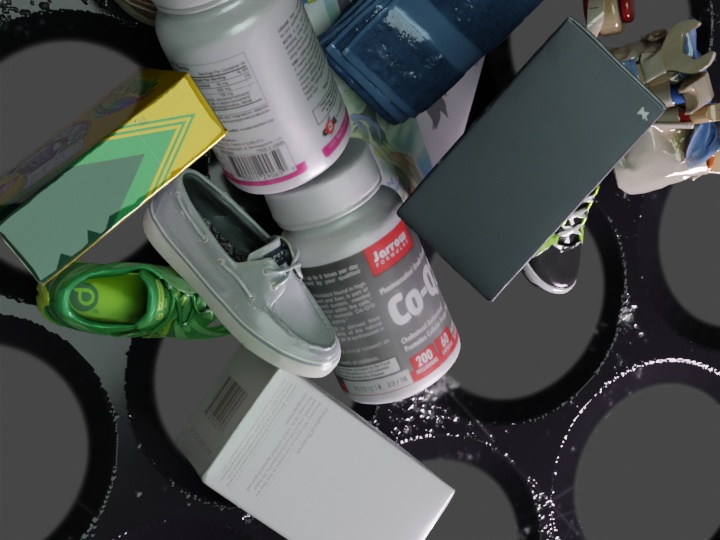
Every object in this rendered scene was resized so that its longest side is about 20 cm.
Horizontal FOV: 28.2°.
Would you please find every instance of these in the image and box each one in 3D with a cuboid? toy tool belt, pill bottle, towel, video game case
[{"bbox_3d":[0.277,-0.169,1.275,0.121,0.125,0.202,-8,115,21],"label":"toy tool belt"},{"bbox_3d":[-0.089,-0.169,1.102,0.113,0.113,0.201,-33,129,-12],"label":"pill bottle"},{"bbox_3d":[0.068,-0.215,1.177,0.200,0.049,0.111,-41,112,18],"label":"towel"},{"bbox_3d":[0.004,-0.158,1.240,0.197,0.022,0.185,14,94,-22],"label":"video game case"},{"bbox_3d":[0.000,0.000,1.206,0.113,0.114,0.202,-30,114,-13],"label":"pill bottle"}]

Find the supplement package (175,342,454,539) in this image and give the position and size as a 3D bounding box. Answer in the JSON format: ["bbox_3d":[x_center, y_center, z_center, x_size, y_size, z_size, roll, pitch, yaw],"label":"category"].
[{"bbox_3d":[-0.040,0.168,1.227,0.199,0.117,0.118,37,85,-20],"label":"supplement package"}]

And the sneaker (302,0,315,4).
[{"bbox_3d":[-0.115,-0.268,1.147,0.199,0.076,0.106,35,94,-9],"label":"sneaker"}]

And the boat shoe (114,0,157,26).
[{"bbox_3d":[-0.209,-0.262,1.118,0.198,0.072,0.076,28,89,-22],"label":"boat shoe"}]

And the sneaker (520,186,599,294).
[{"bbox_3d":[0.179,-0.075,1.276,0.071,0.082,0.203,-14,104,-36],"label":"sneaker"}]

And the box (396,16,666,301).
[{"bbox_3d":[0.135,-0.092,1.157,0.104,0.182,0.200,42,98,0],"label":"box"}]

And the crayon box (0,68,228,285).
[{"bbox_3d":[-0.201,-0.079,1.082,0.172,0.200,0.059,-41,109,-9],"label":"crayon box"}]

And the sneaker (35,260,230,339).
[{"bbox_3d":[-0.163,0.028,1.176,0.197,0.083,0.075,-3,99,-20],"label":"sneaker"}]

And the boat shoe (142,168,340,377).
[{"bbox_3d":[-0.086,0.000,1.142,0.201,0.072,0.070,43,40,1],"label":"boat shoe"}]
